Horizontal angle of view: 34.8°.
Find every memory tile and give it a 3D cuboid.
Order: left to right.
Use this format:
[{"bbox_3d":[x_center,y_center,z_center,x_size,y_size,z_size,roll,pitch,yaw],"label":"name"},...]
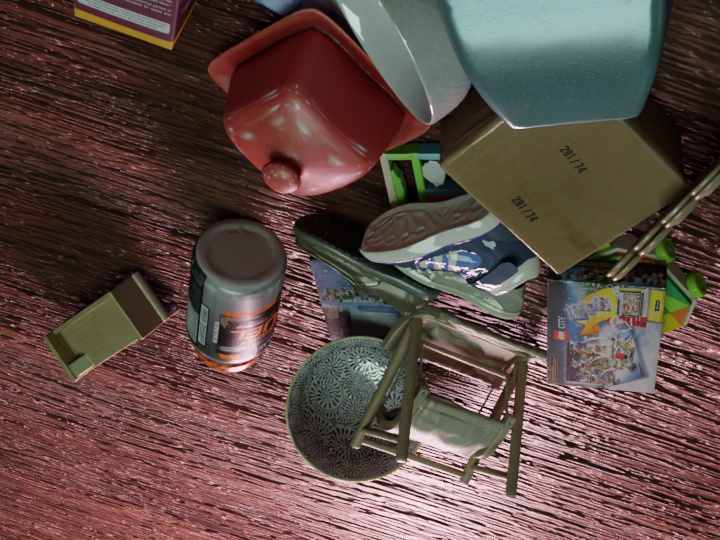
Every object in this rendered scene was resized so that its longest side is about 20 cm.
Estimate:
[{"bbox_3d":[0.341,-0.073,1.192,0.017,0.153,0.200,44,140,7],"label":"memory tile"}]

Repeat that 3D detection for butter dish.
[{"bbox_3d":[-0.062,-0.147,1.220,0.198,0.149,0.200,-17,132,44],"label":"butter dish"}]

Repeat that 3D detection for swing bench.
[{"bbox_3d":[0.122,0.166,1.490,0.197,0.202,0.129,23,170,-28],"label":"swing bench"}]

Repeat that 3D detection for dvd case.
[{"bbox_3d":[0.017,0.051,1.537,0.141,0.018,0.201,3,137,15],"label":"dvd case"}]

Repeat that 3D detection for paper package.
[{"bbox_3d":[0.208,-0.126,1.190,0.199,0.104,0.190,37,128,-24],"label":"paper package"}]

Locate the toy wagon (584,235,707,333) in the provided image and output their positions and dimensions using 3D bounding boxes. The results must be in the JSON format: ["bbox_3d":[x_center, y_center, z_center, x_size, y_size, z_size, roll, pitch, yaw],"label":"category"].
[{"bbox_3d":[0.309,0.009,1.375,0.154,0.040,0.200,-25,125,38],"label":"toy wagon"}]

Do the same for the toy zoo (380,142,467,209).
[{"bbox_3d":[0.128,-0.093,1.332,0.197,0.021,0.132,2,137,16],"label":"toy zoo"}]

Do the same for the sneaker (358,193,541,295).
[{"bbox_3d":[0.111,-0.011,1.335,0.198,0.081,0.147,-14,133,33],"label":"sneaker"}]

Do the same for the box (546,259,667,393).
[{"bbox_3d":[0.294,0.069,1.388,0.135,0.038,0.201,5,139,13],"label":"box"}]

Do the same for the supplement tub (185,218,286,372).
[{"bbox_3d":[-0.165,0.038,1.501,0.121,0.123,0.201,15,141,0],"label":"supplement tub"}]

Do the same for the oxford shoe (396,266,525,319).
[{"bbox_3d":[0.117,-0.006,1.404,0.198,0.075,0.058,24,121,-7],"label":"oxford shoe"}]

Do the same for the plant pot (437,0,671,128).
[{"bbox_3d":[0.174,-0.235,0.974,0.193,0.197,0.202,-2,116,21],"label":"plant pot"}]

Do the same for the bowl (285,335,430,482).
[{"bbox_3d":[-0.008,0.179,1.578,0.198,0.094,0.204,-1,99,-8],"label":"bowl"}]

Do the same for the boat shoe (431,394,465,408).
[{"bbox_3d":[0.069,0.214,1.668,0.198,0.065,0.074,16,141,1],"label":"boat shoe"}]

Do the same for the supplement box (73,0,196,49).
[{"bbox_3d":[-0.211,-0.332,1.120,0.109,0.086,0.201,18,140,-2],"label":"supplement box"}]

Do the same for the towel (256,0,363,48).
[{"bbox_3d":[-0.017,-0.308,1.133,0.146,0.024,0.200,26,139,-11],"label":"towel"}]

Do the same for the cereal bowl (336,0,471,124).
[{"bbox_3d":[0.045,-0.239,1.054,0.083,0.200,0.201,-33,130,-4],"label":"cereal bowl"}]

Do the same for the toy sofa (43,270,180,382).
[{"bbox_3d":[-0.358,0.075,1.652,0.199,0.098,0.083,-30,98,41],"label":"toy sofa"}]

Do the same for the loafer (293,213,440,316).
[{"bbox_3d":[0.000,0.000,1.422,0.198,0.075,0.070,29,122,-3],"label":"loafer"}]
